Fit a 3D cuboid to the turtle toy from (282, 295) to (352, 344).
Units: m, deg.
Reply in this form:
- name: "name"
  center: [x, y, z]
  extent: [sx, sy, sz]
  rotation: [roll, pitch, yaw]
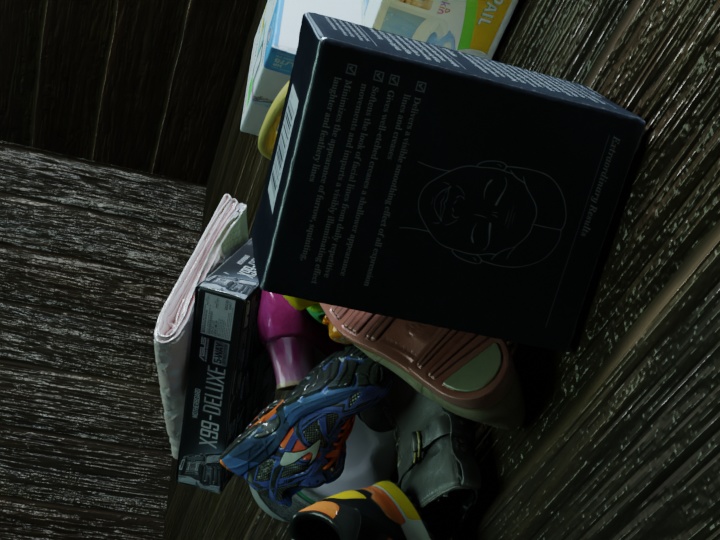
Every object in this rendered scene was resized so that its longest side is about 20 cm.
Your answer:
- name: "turtle toy"
  center: [0.000, 0.000, 1.008]
  extent: [0.102, 0.144, 0.200]
  rotation: [63, 177, -17]

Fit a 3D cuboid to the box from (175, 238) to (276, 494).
- name: "box"
  center: [-0.118, 0.086, 1.064]
  extent: [0.158, 0.049, 0.203]
  rotation: [-54, -25, -67]

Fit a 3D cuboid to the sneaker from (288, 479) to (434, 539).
- name: "sneaker"
  center: [0.021, 0.215, 0.704]
  extent: [0.200, 0.089, 0.071]
  rotation: [46, 133, 51]

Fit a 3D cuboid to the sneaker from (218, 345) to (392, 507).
- name: "sneaker"
  center: [-0.032, 0.127, 0.880]
  extent: [0.200, 0.079, 0.075]
  rotation: [-41, 4, 44]

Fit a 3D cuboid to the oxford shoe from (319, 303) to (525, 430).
- name: "oxford shoe"
  center: [0.036, 0.048, 0.760]
  extent: [0.071, 0.074, 0.200]
  rotation: [-42, 45, -7]

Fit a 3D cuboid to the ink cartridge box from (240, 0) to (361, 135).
- name: "ink cartridge box"
  center: [-0.051, -0.261, 1.342]
  extent: [0.200, 0.144, 0.149]
  rotation: [127, 152, -63]

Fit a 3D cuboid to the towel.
- name: "towel"
  center: [-0.149, 0.059, 1.087]
  extent: [0.202, 0.032, 0.193]
  rotation: [92, -164, -49]

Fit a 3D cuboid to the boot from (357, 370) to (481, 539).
- name: "boot"
  center: [0.038, 0.133, 0.843]
  extent: [0.201, 0.068, 0.176]
  rotation: [118, 157, -53]

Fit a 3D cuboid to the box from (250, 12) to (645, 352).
- name: "box"
  center: [0.046, -0.054, 0.671]
  extent: [0.107, 0.197, 0.151]
  rotation: [-111, 35, -68]

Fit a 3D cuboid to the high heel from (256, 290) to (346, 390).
- name: "high heel"
  center: [-0.044, 0.065, 1.068]
  extent: [0.199, 0.066, 0.098]
  rotation: [9, -112, -65]

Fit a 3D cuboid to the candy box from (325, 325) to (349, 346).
- name: "candy box"
  center: [-0.067, 0.008, 1.287]
  extent: [0.057, 0.115, 0.203]
  rotation: [124, 153, -59]

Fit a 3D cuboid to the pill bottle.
- name: "pill bottle"
  center: [-0.044, 0.181, 1.051]
  extent: [0.200, 0.111, 0.115]
  rotation: [132, 147, -64]

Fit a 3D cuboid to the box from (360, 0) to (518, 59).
- name: "box"
  center: [0.081, -0.273, 0.892]
  extent: [0.102, 0.111, 0.201]
  rotation: [-91, 18, -47]

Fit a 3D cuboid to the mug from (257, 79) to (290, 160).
- name: "mug"
  center: [0.031, -0.069, 0.829]
  extent: [0.153, 0.184, 0.151]
  rotation: [-48, 51, 50]
